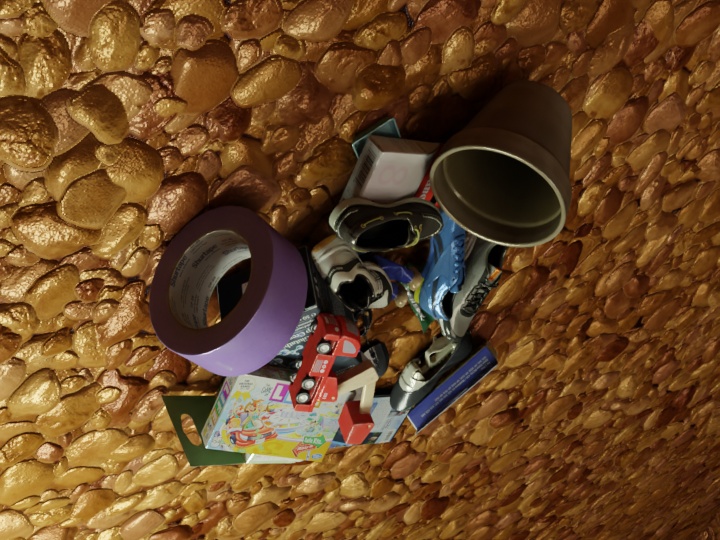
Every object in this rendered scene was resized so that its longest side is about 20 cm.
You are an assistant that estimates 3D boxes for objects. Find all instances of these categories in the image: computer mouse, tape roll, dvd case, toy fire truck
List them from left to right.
[{"bbox_3d":[-0.171,0.026,1.154,0.199,0.201,0.085,-41,143,8],"label":"tape roll"},{"bbox_3d":[-0.026,0.154,1.264,0.138,0.049,0.203,8,123,-26],"label":"toy fire truck"},{"bbox_3d":[0.012,0.283,1.716,0.197,0.018,0.144,3,128,-38],"label":"dvd case"},{"bbox_3d":[0.019,0.130,1.548,0.058,0.034,0.202,-27,141,-9],"label":"computer mouse"}]

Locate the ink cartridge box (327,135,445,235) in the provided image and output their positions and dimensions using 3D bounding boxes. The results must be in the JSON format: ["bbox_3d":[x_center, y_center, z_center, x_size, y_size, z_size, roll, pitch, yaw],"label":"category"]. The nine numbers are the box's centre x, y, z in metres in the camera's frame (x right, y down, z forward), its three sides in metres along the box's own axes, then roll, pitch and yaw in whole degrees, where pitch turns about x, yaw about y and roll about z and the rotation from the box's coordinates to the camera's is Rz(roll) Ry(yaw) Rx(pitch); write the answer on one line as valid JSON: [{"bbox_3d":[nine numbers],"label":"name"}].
[{"bbox_3d":[0.067,-0.109,1.293,0.196,0.057,0.164,3,129,-33],"label":"ink cartridge box"}]

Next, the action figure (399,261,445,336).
[{"bbox_3d":[0.119,0.042,1.520,0.117,0.055,0.200,-37,139,7],"label":"action figure"}]

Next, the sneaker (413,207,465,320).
[{"bbox_3d":[0.144,-0.018,1.403,0.065,0.078,0.204,-11,123,-44],"label":"sneaker"}]

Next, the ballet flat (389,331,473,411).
[{"bbox_3d":[0.122,0.175,1.648,0.199,0.073,0.073,-41,143,0],"label":"ballet flat"}]

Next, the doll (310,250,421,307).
[{"bbox_3d":[0.000,0.000,1.376,0.197,0.049,0.137,14,128,-34],"label":"doll"}]

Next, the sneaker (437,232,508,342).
[{"bbox_3d":[0.186,0.022,1.472,0.073,0.079,0.204,17,94,-44],"label":"sneaker"}]

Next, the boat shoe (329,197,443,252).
[{"bbox_3d":[0.047,-0.057,1.247,0.198,0.061,0.073,-3,133,-40],"label":"boat shoe"}]

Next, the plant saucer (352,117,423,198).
[{"bbox_3d":[0.041,-0.140,1.293,0.069,0.019,0.201,-32,142,-4],"label":"plant saucer"}]

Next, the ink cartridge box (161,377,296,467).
[{"bbox_3d":[-0.196,0.234,1.400,0.197,0.146,0.048,11,124,-43],"label":"ink cartridge box"}]

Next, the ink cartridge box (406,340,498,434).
[{"bbox_3d":[0.172,0.214,1.669,0.197,0.047,0.200,-41,171,6],"label":"ink cartridge box"}]

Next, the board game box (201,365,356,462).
[{"bbox_3d":[-0.119,0.210,1.318,0.196,0.034,0.136,13,114,-31],"label":"board game box"}]

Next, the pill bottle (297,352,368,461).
[{"bbox_3d":[-0.067,0.219,1.514,0.200,0.109,0.108,-45,142,11],"label":"pill bottle"}]

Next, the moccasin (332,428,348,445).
[{"bbox_3d":[-0.082,0.220,1.416,0.196,0.081,0.069,11,121,-30],"label":"moccasin"}]

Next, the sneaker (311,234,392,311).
[{"bbox_3d":[-0.005,0.029,1.291,0.075,0.089,0.199,-34,147,13],"label":"sneaker"}]

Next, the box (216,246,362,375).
[{"bbox_3d":[-0.100,0.082,1.316,0.146,0.109,0.201,-21,144,10],"label":"box"}]

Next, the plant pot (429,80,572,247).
[{"bbox_3d":[0.217,-0.163,1.258,0.176,0.196,0.202,-62,154,-30],"label":"plant pot"}]
